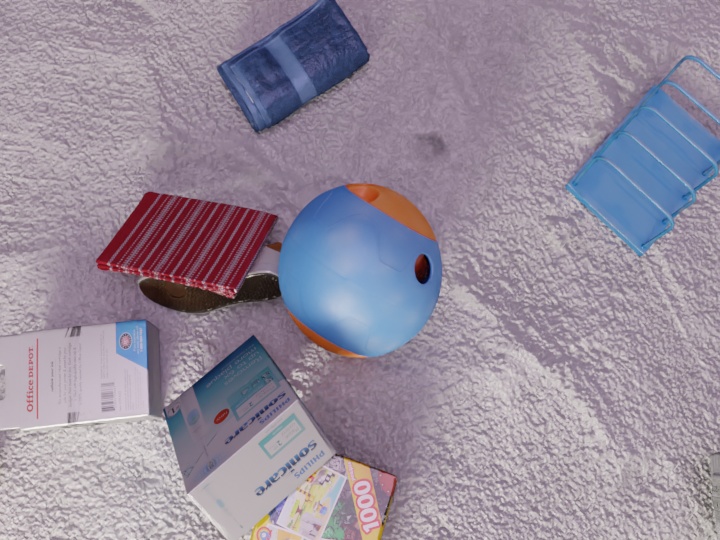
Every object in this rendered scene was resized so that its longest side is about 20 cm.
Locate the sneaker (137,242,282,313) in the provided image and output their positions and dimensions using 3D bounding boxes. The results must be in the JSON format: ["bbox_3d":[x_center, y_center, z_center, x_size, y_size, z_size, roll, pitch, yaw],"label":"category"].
[{"bbox_3d":[-0.186,0.001,0.952,0.194,0.074,0.086,-3,44,6],"label":"sneaker"}]

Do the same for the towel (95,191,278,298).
[{"bbox_3d":[-0.217,-0.037,0.925,0.194,0.023,0.147,11,47,13],"label":"towel"}]

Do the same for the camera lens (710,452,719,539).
[{"bbox_3d":[0.492,0.310,0.835,0.155,0.160,0.206,-2,77,-1],"label":"camera lens"}]

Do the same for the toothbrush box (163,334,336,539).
[{"bbox_3d":[-0.132,0.180,0.830,0.145,0.200,0.086,-38,116,-8],"label":"toothbrush box"}]

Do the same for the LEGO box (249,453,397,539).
[{"bbox_3d":[-0.054,0.318,0.867,0.145,0.077,0.205,17,78,3],"label":"LEGO box"}]

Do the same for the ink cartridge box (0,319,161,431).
[{"bbox_3d":[-0.351,0.132,0.908,0.194,0.067,0.119,-5,78,-3],"label":"ink cartridge box"}]

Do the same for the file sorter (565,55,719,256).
[{"bbox_3d":[0.394,-0.152,0.956,0.138,0.123,0.200,42,80,9],"label":"file sorter"}]

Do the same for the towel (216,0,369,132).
[{"bbox_3d":[-0.090,-0.286,1.016,0.198,0.049,0.113,-34,81,-8],"label":"towel"}]

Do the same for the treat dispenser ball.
[{"bbox_3d":[0.000,0.000,0.875,0.194,0.201,0.207,0,77,-1],"label":"treat dispenser ball"}]
